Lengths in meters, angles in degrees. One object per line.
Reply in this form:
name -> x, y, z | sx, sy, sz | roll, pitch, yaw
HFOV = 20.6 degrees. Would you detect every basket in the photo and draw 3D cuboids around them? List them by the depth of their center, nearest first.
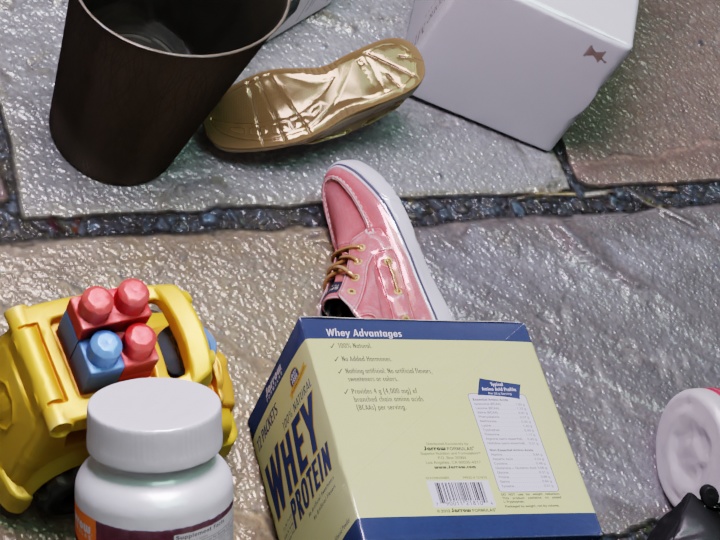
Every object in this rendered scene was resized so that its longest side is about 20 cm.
basket -> -0.170, -0.169, 1.593 | 0.180, 0.200, 0.136 | -10, 65, -30

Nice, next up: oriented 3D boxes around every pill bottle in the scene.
pill bottle -> -0.141, 0.182, 1.365 | 0.109, 0.201, 0.110 | 1, 20, 0
pill bottle -> 0.362, 0.153, 1.691 | 0.199, 0.111, 0.111 | 0, 59, -25

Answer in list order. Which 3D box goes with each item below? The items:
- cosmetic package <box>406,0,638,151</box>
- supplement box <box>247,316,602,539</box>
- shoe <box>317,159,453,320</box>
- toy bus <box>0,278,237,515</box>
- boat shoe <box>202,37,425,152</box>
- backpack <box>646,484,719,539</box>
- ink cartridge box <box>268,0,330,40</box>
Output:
cosmetic package -> 0.152, -0.256, 1.826 | 0.166, 0.167, 0.200 | 22, 51, -12
supplement box -> 0.044, 0.154, 1.507 | 0.199, 0.134, 0.200 | 2, 49, -25
shoe -> 0.000, 0.000, 1.644 | 0.091, 0.071, 0.200 | -15, 71, -38
toy bus -> -0.171, 0.069, 1.442 | 0.200, 0.192, 0.136 | -10, 62, -32
boat shoe -> -0.040, -0.140, 1.722 | 0.200, 0.069, 0.074 | -17, 73, -10
backpack -> 0.301, 0.290, 1.563 | 0.200, 0.127, 0.167 | 34, 62, -3
ink cartridge box -> -0.125, -0.271, 1.757 | 0.146, 0.084, 0.200 | 47, 52, 9
